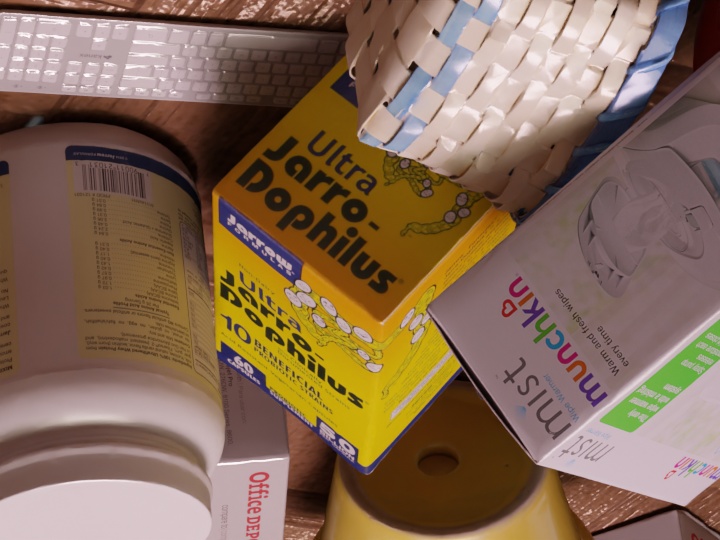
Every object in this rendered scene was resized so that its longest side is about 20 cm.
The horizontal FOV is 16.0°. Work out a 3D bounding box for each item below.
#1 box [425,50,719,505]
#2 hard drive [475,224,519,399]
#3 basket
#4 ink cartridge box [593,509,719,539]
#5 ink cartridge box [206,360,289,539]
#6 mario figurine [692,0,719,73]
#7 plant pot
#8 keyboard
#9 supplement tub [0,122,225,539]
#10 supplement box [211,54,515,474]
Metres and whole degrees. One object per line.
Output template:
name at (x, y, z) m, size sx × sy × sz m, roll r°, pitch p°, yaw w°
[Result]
box at (0.152, 0.009, 1.154) m, size 0.176 × 0.097 × 0.200 m, roll -41°, pitch 156°, yaw 12°
hard drive at (0.114, 0.003, 1.449) m, size 0.140 × 0.038 × 0.200 m, roll -13°, pitch 149°, yaw 8°
basket at (0.108, -0.104, 1.145) m, size 0.200 × 0.139 × 0.176 m, roll 20°, pitch 134°, yaw -18°
ink cartridge box at (0.233, 0.290, 1.814) m, size 0.084 × 0.200 × 0.145 m, roll -20°, pitch 149°, yaw 24°
ink cartridge box at (-0.145, 0.116, 1.533) m, size 0.200 × 0.084 × 0.145 m, roll -5°, pitch 151°, yaw -7°
mario figurine at (0.248, -0.121, 1.194) m, size 0.200 × 0.106 × 0.123 m, roll -32°, pitch 112°, yaw 23°
plant pot at (0.055, 0.176, 1.601) m, size 0.201 × 0.201 × 0.189 m, roll -7°, pitch 134°, yaw -2°
keyboard at (-0.082, -0.102, 1.246) m, size 0.200 × 0.011 × 0.056 m, roll 2°, pitch 149°, yaw -18°
supplement tub at (-0.144, 0.043, 1.289) m, size 0.145 × 0.200 × 0.145 m, roll -6°, pitch 150°, yaw -3°
supplement box at (0.000, 0.000, 1.288) m, size 0.110 × 0.109 × 0.200 m, roll -47°, pitch 164°, yaw -21°
